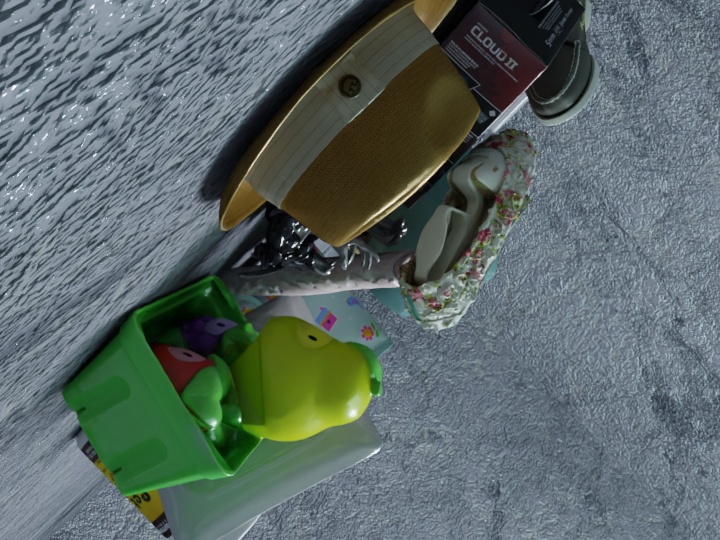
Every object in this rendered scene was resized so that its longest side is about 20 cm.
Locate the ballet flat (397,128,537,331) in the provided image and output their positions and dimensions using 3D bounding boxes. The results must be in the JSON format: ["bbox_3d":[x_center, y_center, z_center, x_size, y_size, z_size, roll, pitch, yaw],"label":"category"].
[{"bbox_3d":[0.089,-0.046,0.761,0.075,0.064,0.200,6,-116,41],"label":"ballet flat"}]

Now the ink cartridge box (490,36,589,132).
[{"bbox_3d":[0.289,-0.351,1.623,0.200,0.086,0.148,-47,178,31],"label":"ink cartridge box"}]

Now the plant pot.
[{"bbox_3d":[0.074,-0.041,1.120,0.200,0.161,0.201,-22,169,-5],"label":"plant pot"}]

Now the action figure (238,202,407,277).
[{"bbox_3d":[-0.013,-0.047,0.736,0.200,0.102,0.119,-48,-178,30],"label":"action figure"}]

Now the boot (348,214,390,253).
[{"bbox_3d":[0.011,-0.095,0.990,0.144,0.071,0.201,-59,-166,-3],"label":"boot"}]

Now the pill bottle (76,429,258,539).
[{"bbox_3d":[-0.202,0.216,1.005,0.109,0.200,0.109,-45,179,-1],"label":"pill bottle"}]

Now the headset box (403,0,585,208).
[{"bbox_3d":[0.096,-0.166,0.780,0.200,0.075,0.149,-46,-175,39],"label":"headset box"}]

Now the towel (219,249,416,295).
[{"bbox_3d":[0.000,0.000,0.887,0.199,0.032,0.191,-6,-179,35],"label":"towel"}]

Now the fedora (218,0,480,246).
[{"bbox_3d":[0.006,-0.078,0.552,0.201,0.082,0.201,-45,180,0],"label":"fedora"}]

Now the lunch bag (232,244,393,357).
[{"bbox_3d":[-0.091,0.085,1.005,0.200,0.171,0.122,-42,-174,-36],"label":"lunch bag"}]

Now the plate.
[{"bbox_3d":[-0.110,0.124,0.850,0.199,0.200,0.032,-27,144,-7],"label":"plate"}]

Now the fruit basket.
[{"bbox_3d":[-0.095,0.077,0.729,0.215,0.156,0.216,-30,-177,2],"label":"fruit basket"}]

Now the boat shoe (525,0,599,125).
[{"bbox_3d":[0.179,-0.216,0.871,0.072,0.060,0.202,-19,-139,30],"label":"boat shoe"}]
